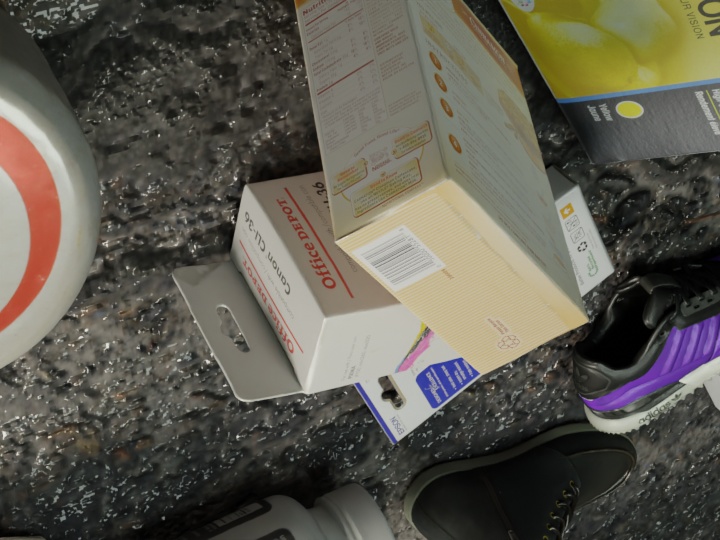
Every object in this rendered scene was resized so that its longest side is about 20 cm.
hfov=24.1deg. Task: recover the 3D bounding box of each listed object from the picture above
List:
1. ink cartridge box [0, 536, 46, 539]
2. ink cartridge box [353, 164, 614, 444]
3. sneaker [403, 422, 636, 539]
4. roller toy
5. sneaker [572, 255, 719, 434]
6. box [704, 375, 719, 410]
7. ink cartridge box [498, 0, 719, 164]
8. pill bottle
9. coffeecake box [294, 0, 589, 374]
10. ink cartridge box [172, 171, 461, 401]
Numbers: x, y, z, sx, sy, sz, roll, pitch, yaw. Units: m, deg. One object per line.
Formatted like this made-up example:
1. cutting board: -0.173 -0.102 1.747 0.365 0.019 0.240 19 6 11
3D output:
1. ink cartridge box: -0.228 0.285 1.034 0.084 0.145 0.201 10 116 -57
2. ink cartridge box: 0.077 0.024 1.141 0.200 0.037 0.095 -39 135 -8
3. sneaker: 0.140 0.183 1.246 0.199 0.106 0.075 -13 128 -26
4. roller toy: -0.227 -0.044 0.814 0.200 0.140 0.182 -47 124 7
5. sneaker: 0.236 0.029 1.227 0.200 0.070 0.100 -39 132 -5
6. box: 0.373 0.052 1.297 0.200 0.124 0.098 -40 134 -3
7. ink cartridge box: 0.200 -0.145 1.011 0.198 0.199 0.047 52 44 -43
8. pill bottle: -0.075 0.218 1.123 0.199 0.111 0.111 -22 131 -19
9. coffeecake box: 0.041 -0.070 0.928 0.073 0.201 0.153 -28 138 21
10. ink cartridge box: 0.000 0.000 1.008 0.199 0.117 0.068 -12 140 -27
